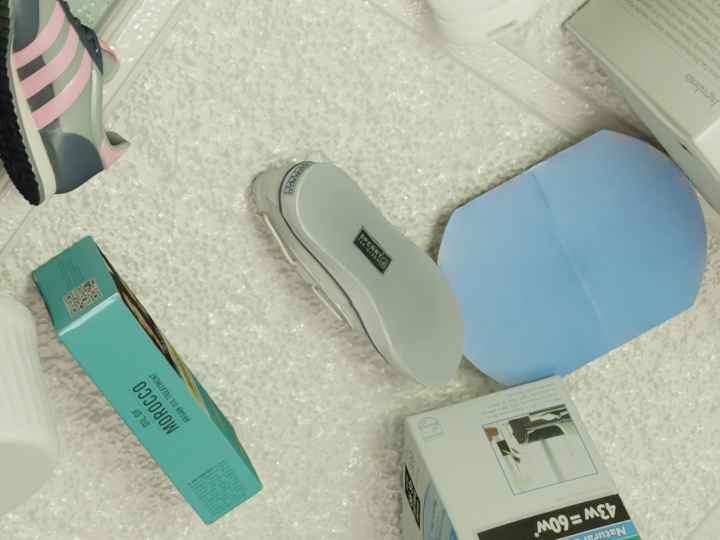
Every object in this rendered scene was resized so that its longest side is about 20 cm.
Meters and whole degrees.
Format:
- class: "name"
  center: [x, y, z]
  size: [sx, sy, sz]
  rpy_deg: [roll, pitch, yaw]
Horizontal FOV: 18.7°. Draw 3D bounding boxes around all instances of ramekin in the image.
- class: "ramekin"
  center: [-0.284, 0.103, 1.364]
  size: [0.199, 0.098, 0.201]
  rpy_deg: [-21, 159, -8]

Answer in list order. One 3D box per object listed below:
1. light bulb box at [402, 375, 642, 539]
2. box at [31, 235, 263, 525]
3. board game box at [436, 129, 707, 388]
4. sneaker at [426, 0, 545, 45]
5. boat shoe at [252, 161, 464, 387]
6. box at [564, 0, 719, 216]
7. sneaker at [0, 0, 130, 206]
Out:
- class: "light bulb box"
  center: [0.119, 0.221, 1.554]
  size: [0.124, 0.201, 0.199]
  rpy_deg: [-15, 141, -11]
- class: "box"
  center: [-0.142, 0.076, 1.468]
  size: [0.049, 0.082, 0.200]
  rpy_deg: [-33, 126, -1]
- class: "board game box"
  center: [0.145, -0.013, 1.549]
  size: [0.199, 0.039, 0.159]
  rpy_deg: [-29, 115, -1]
- class: "sneaker"
  center: [0.122, -0.226, 1.390]
  size: [0.199, 0.075, 0.100]
  rpy_deg: [-34, 127, 1]
- class: "boat shoe"
  center: [0.000, 0.000, 1.488]
  size: [0.074, 0.065, 0.200]
  rpy_deg: [-50, 122, -26]
- class: "box"
  center: [0.269, -0.107, 1.442]
  size: [0.131, 0.200, 0.199]
  rpy_deg: [-41, 125, 5]
- class: "sneaker"
  center: [-0.192, -0.142, 1.337]
  size: [0.082, 0.070, 0.201]
  rpy_deg: [-24, 130, -26]
